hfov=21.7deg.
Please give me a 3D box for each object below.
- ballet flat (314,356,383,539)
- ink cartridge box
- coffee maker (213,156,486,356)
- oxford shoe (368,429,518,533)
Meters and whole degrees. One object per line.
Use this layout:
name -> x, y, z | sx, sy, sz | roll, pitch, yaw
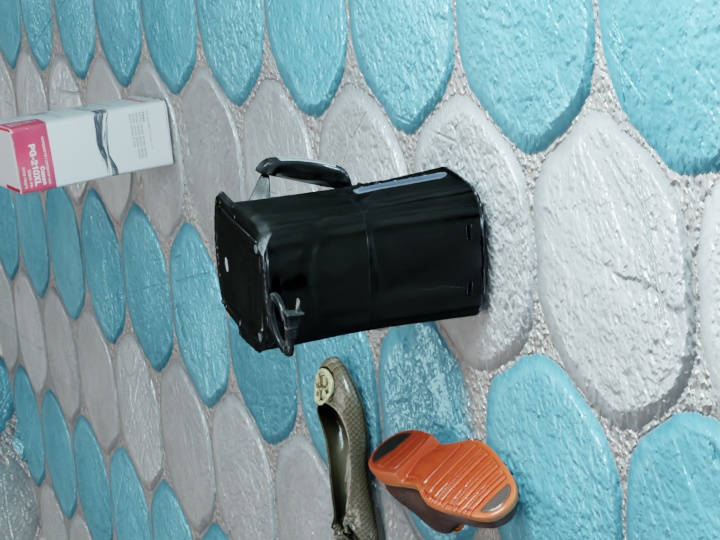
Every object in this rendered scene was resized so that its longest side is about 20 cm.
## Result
ballet flat -> -0.019, 0.186, 1.859 | 0.067, 0.046, 0.201 | 168, 92, -68
ink cartridge box -> -0.348, -0.158, 2.337 | 0.145, 0.199, 0.085 | -162, 61, -66
coffee maker -> 0.000, 0.000, 1.523 | 0.193, 0.199, 0.135 | -117, 25, -42
oxford shoe -> 0.083, 0.190, 1.605 | 0.073, 0.071, 0.200 | 57, 163, -22
